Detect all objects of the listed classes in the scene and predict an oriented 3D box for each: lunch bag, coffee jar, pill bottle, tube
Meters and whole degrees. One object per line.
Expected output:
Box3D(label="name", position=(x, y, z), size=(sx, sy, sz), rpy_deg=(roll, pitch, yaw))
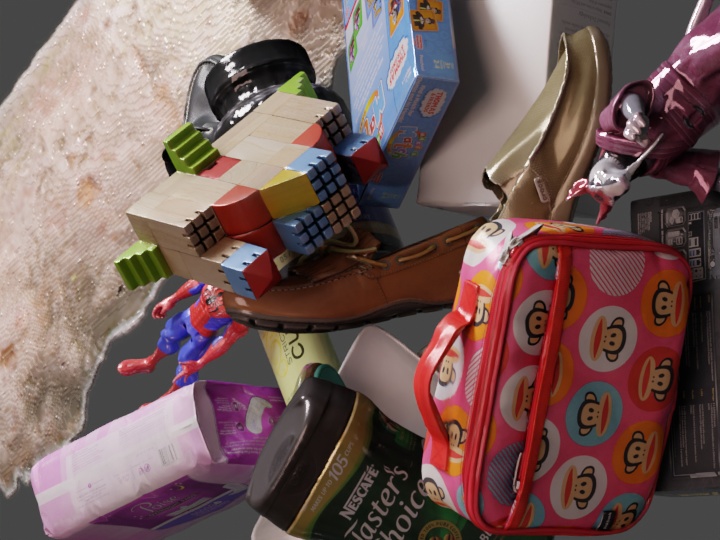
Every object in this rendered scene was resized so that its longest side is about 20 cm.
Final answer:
Box3D(label="lunch bag", position=(0.115, 0.067, 1.498), size=(0.082, 0.175, 0.201), rpy_deg=(23, 106, 58))
Box3D(label="coffee jar", position=(0.027, 0.157, 1.581), size=(0.199, 0.085, 0.105), rpy_deg=(28, 104, -4))
Box3D(label="pill bottle", position=(-0.047, -0.069, 1.767), size=(0.112, 0.112, 0.201), rpy_deg=(-38, 62, 31))
Box3D(label="tube", position=(-0.046, 0.065, 1.792), size=(0.058, 0.052, 0.201), rpy_deg=(-26, 60, 6))

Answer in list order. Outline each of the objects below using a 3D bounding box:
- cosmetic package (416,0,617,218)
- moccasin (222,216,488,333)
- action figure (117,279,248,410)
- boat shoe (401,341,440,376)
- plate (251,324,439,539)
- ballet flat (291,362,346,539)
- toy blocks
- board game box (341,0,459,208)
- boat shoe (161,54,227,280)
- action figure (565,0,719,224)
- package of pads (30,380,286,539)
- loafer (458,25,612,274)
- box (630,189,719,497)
Box3D(label="cosmetic package", position=(0.112, -0.138, 1.658), size=(0.113, 0.081, 0.201), rpy_deg=(4, 88, 42))
Box3D(label="moccasin", position=(0.000, 0.000, 1.648), size=(0.074, 0.200, 0.078), rpy_deg=(176, 84, -80))
Box3D(label="action figure", position=(-0.130, 0.048, 1.828), size=(0.200, 0.052, 0.066), rpy_deg=(-46, 61, 45))
Box3D(label="boat shoe", position=(0.108, 0.054, 1.661), size=(0.073, 0.062, 0.200), rpy_deg=(50, 138, -13))
Box3D(label="plate", position=(0.041, 0.170, 1.682), size=(0.199, 0.032, 0.201), rpy_deg=(36, 111, 21))
Box3D(label="ballet flat", position=(-0.018, 0.167, 1.661), size=(0.071, 0.069, 0.201), rpy_deg=(-24, 87, 33))
Box3D(label="toy blocks", position=(-0.060, -0.053, 1.614), size=(0.136, 0.200, 0.100), rpy_deg=(15, 138, 50))
Box3D(label="board game box", position=(0.026, -0.169, 1.687), size=(0.151, 0.036, 0.201), rpy_deg=(116, 156, -53))
Box3D(label="boat shoe", position=(-0.126, -0.082, 1.861), size=(0.074, 0.066, 0.200), rpy_deg=(-11, 72, 47))
Box3D(label="action figure", position=(0.202, -0.115, 1.494), size=(0.200, 0.134, 0.149), rpy_deg=(-40, 43, 6))
Box3D(label="package of pads", position=(-0.148, 0.151, 1.820), size=(0.200, 0.120, 0.076), rpy_deg=(-28, 67, 36))
Box3D(label="loafer", position=(0.116, -0.068, 1.553), size=(0.067, 0.076, 0.201), rpy_deg=(15, 87, -3))
Box3D(label="box", position=(0.254, 0.043, 1.527), size=(0.157, 0.051, 0.201), rpy_deg=(-10, 78, 41))
